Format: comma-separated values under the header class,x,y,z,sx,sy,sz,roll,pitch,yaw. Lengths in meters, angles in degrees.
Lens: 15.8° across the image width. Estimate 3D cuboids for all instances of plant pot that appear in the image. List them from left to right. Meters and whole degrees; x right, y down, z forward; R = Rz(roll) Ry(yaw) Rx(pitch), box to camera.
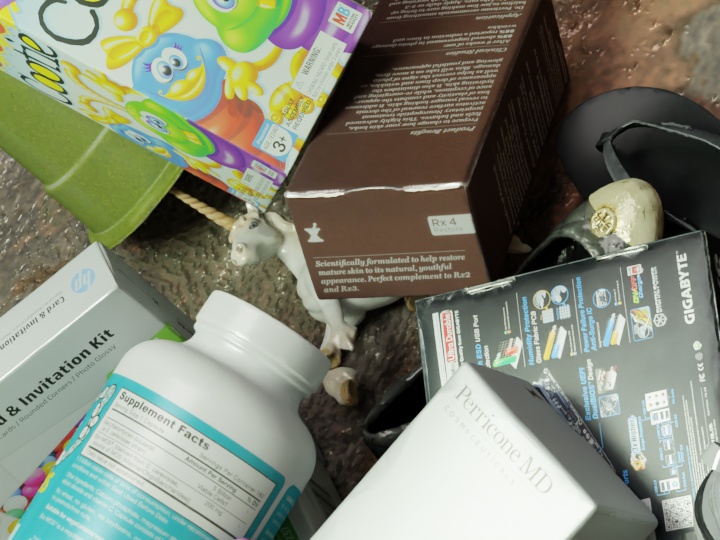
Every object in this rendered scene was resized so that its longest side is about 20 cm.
class,x,y,z,sx,sy,sz,roll,pitch,yaw
plant pot,-0.182,-0.143,1.503,0.200,0.189,0.200,-51,20,27

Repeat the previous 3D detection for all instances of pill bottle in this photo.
class,x,y,z,sx,sy,sz,roll,pitch,yaw
pill bottle,-0.095,0.112,1.261,0.111,0.111,0.200,23,77,43

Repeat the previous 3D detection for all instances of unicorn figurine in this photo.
class,x,y,z,sx,sy,sz,roll,pitch,yaw
unicorn figurine,0.000,0.000,1.420,0.199,0.074,0.138,-15,43,10

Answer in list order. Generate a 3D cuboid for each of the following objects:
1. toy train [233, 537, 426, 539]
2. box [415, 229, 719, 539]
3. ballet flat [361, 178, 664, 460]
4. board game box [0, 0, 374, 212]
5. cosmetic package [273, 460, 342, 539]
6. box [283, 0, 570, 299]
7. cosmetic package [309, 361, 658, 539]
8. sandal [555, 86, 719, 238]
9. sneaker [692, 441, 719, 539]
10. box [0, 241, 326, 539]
class,x,y,z,sx,sy,sz,roll,pitch,yaw
toy train,-0.040,0.195,1.159,0.150,0.056,0.201,26,88,38
box,0.114,0.095,1.242,0.158,0.046,0.201,-15,72,27
ballet flat,0.082,0.032,1.325,0.200,0.057,0.067,-49,48,10
board game box,-0.109,-0.130,1.377,0.103,0.199,0.105,-62,3,-13
cosmetic package,-0.095,0.181,1.350,0.200,0.085,0.108,-38,49,7
box,0.040,-0.072,1.372,0.100,0.075,0.200,-2,35,21
cosmetic package,0.031,0.152,1.210,0.200,0.071,0.101,-50,59,12
sandal,0.172,-0.044,1.336,0.076,0.043,0.200,-48,46,-2
sneaker,0.226,0.131,1.099,0.199,0.115,0.075,29,81,20
box,-0.133,0.091,1.355,0.156,0.200,0.041,-38,45,7
